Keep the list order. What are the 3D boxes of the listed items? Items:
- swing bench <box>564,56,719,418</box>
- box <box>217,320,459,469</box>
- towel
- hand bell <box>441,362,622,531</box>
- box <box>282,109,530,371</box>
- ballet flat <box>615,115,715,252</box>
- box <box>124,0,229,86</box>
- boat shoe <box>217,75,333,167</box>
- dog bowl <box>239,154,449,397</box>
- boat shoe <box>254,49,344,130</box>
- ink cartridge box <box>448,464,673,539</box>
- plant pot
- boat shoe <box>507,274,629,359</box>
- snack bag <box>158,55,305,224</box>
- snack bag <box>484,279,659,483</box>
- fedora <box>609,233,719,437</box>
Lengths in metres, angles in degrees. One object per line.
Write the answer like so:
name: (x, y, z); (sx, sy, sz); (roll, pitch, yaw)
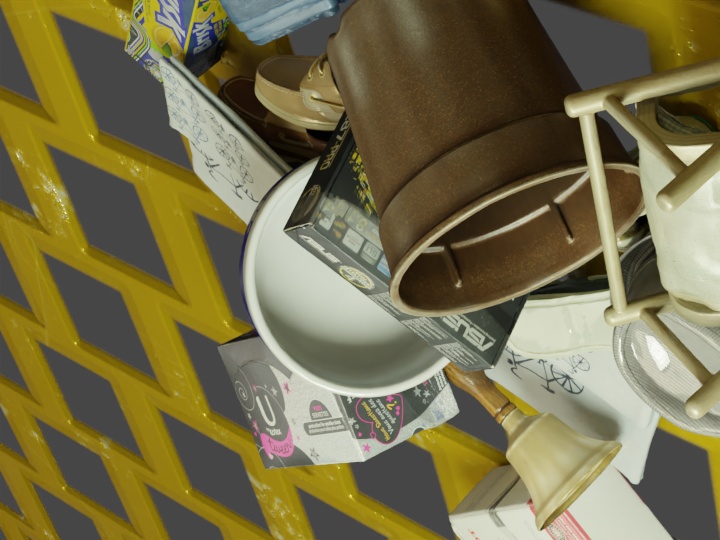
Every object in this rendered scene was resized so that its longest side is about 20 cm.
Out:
swing bench: (0.258, -0.046, 1.256); (0.130, 0.199, 0.200); (53, 164, 48)
box: (-0.024, 0.099, 1.743); (0.200, 0.114, 0.133); (-14, 99, 62)
towel: (-0.096, -0.281, 1.552); (0.111, 0.049, 0.201); (-16, 120, 34)
hand bell: (0.123, 0.118, 1.689); (0.200, 0.104, 0.104); (46, 154, 14)
box: (0.054, -0.042, 1.508); (0.199, 0.162, 0.049); (38, 157, -22)
ballet flat: (0.201, -0.055, 1.443); (0.067, 0.062, 0.200); (43, 153, 6)
box: (-0.153, -0.242, 1.699); (0.070, 0.064, 0.200); (42, 152, 9)
boat shoe: (-0.041, -0.128, 1.692); (0.199, 0.076, 0.072); (27, 140, 23)
dog bowl: (0.000, 0.000, 1.592); (0.201, 0.200, 0.079); (50, 175, -8)
boat shoe: (-0.006, -0.156, 1.603); (0.198, 0.074, 0.070); (17, 139, 29)
ink cartridge box: (0.194, 0.256, 1.849); (0.146, 0.085, 0.200); (51, 151, -9)
plant pot: (0.077, -0.102, 1.383); (0.201, 0.198, 0.200); (111, 139, -61)
boat shoe: (0.209, 0.035, 1.544); (0.198, 0.062, 0.076); (-7, 113, 32)
snack bag: (-0.107, -0.083, 1.742); (0.188, 0.021, 0.200); (44, 162, 20)
snack bag: (0.180, 0.085, 1.689); (0.188, 0.021, 0.201); (35, 150, 20)
fedora: (0.264, 0.060, 1.424); (0.199, 0.090, 0.177); (37, 135, 5)
